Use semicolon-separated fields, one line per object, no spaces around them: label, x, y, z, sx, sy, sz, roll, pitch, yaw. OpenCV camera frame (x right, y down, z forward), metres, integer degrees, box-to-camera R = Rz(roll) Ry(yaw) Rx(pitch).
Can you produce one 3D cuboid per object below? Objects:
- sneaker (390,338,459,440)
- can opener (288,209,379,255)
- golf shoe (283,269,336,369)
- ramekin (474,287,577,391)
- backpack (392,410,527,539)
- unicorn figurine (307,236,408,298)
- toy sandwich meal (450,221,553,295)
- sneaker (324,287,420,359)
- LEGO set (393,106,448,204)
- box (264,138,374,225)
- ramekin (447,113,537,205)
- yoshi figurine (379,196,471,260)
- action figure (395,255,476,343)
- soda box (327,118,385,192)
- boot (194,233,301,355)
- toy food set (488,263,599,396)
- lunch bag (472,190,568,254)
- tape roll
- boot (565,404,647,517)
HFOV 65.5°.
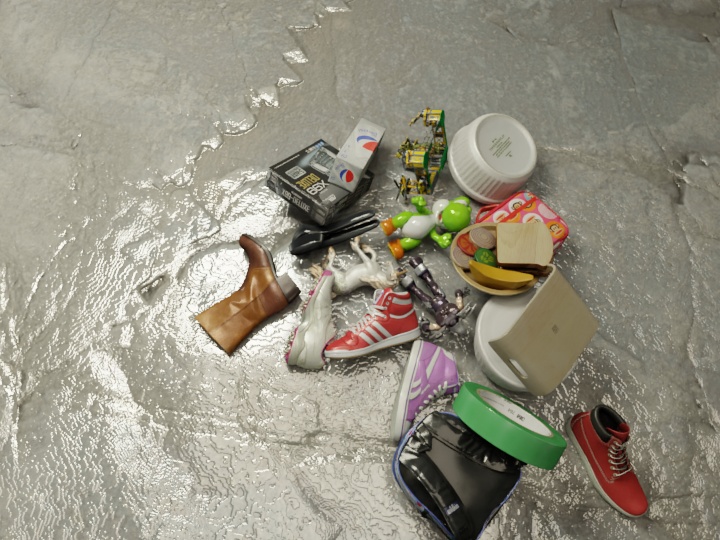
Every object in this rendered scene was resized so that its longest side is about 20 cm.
sneaker;0.129;0.236;1.064;0.113;0.073;0.202;20;66;2
can opener;-0.055;-0.076;1.179;0.198;0.064;0.079;-18;48;3
golf shoe;-0.081;0.100;1.112;0.091;0.075;0.202;23;80;-8
ramekin;0.315;0.143;1.095;0.200;0.094;0.204;1;65;-3
backpack;0.154;0.345;0.972;0.190;0.154;0.200;43;67;6
unicorn figurine;0.000;0.000;1.159;0.199;0.074;0.138;-29;64;14
toy sandwich meal;0.277;-0.037;1.092;0.203;0.071;0.206;1;52;-2
sneaker;0.017;0.099;1.085;0.198;0.071;0.114;-14;99;-20
LEGO set;0.115;-0.259;1.238;0.115;0.154;0.201;8;63;23
box;-0.085;-0.196;1.214;0.157;0.050;0.200;35;43;12
ramekin;0.303;-0.257;1.257;0.200;0.094;0.204;6;70;-17
yoshi figurine;0.148;-0.099;1.177;0.199;0.113;0.113;-24;59;-1
action figure;0.154;0.060;1.134;0.130;0.069;0.200;-38;62;0
soda box;-0.005;-0.255;1.224;0.063;0.069;0.201;25;41;0
boot;-0.251;0.043;1.146;0.200;0.069;0.189;-39;81;-11
toy food set;0.331;0.106;1.010;0.144;0.060;0.200;48;71;-13
lunch bag;0.328;-0.078;1.215;0.199;0.082;0.176;-35;68;-16
tape roll;0.261;0.269;0.987;0.199;0.200;0.048;28;95;9
boot;0.461;0.340;0.997;0.072;0.145;0.201;-25;71;-16
